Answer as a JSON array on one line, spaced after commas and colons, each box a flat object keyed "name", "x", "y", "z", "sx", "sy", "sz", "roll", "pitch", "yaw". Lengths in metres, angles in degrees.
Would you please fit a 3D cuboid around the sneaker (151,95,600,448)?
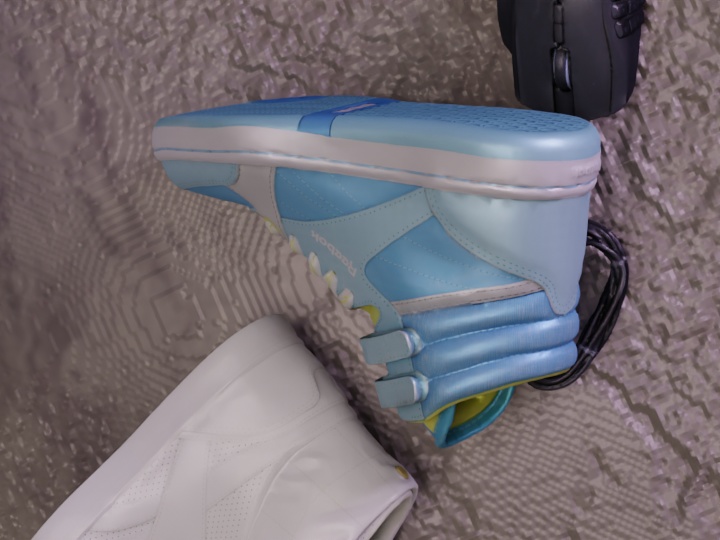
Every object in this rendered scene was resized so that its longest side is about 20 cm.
[{"name": "sneaker", "x": 0.000, "y": 0.000, "z": 0.943, "sx": 0.200, "sy": 0.080, "sz": 0.131, "roll": 8, "pitch": 105, "yaw": 38}]

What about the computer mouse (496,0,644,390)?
[{"name": "computer mouse", "x": 0.077, "y": -0.050, "z": 0.934, "sx": 0.059, "sy": 0.034, "sz": 0.200, "roll": 4, "pitch": 99, "yaw": 22}]

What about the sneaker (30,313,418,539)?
[{"name": "sneaker", "x": -0.065, "y": 0.127, "z": 0.998, "sx": 0.116, "sy": 0.074, "sz": 0.200, "roll": 48, "pitch": 111, "yaw": 14}]
